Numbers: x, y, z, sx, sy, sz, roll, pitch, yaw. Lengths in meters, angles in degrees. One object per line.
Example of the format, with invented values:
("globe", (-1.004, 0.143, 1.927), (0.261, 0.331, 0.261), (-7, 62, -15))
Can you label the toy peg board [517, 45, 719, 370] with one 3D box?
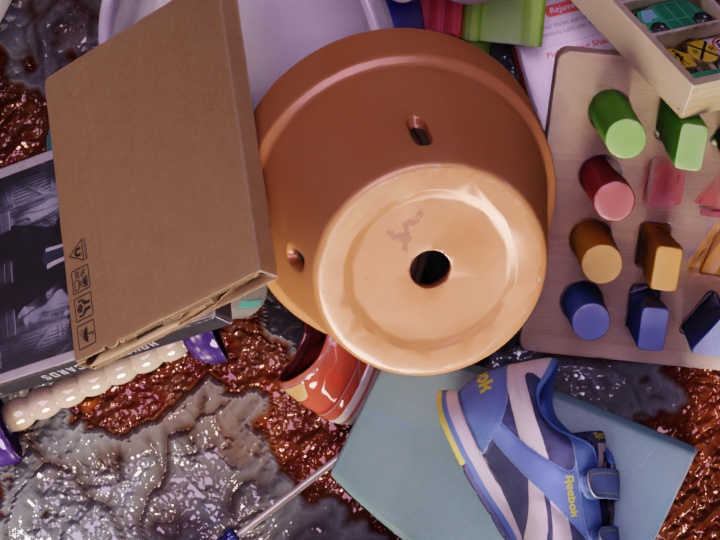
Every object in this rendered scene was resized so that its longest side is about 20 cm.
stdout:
("toy peg board", (0.213, -0.025, 1.458), (0.200, 0.098, 0.199), (6, 106, -3))

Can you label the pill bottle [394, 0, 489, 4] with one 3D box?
("pill bottle", (0.098, -0.232, 1.425), (0.200, 0.112, 0.113), (-25, 84, -23))

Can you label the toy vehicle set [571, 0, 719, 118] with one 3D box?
("toy vehicle set", (0.246, -0.161, 1.467), (0.200, 0.027, 0.124), (-15, 49, -30))

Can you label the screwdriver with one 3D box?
("screwdriver", (-0.070, 0.162, 1.536), (0.200, 0.028, 0.029), (-42, 113, 1))

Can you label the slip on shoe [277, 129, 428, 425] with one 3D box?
("slip on shoe", (0.000, 0.000, 1.520), (0.061, 0.074, 0.200), (19, 91, -19))

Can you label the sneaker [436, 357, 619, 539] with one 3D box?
("sneaker", (0.122, 0.141, 1.367), (0.082, 0.074, 0.200), (-30, 79, 3))

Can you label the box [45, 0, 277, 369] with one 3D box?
("box", (-0.125, -0.059, 1.426), (0.163, 0.021, 0.200), (-26, 62, 35))

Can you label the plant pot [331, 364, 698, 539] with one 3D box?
("plant pot", (0.093, 0.133, 1.477), (0.200, 0.141, 0.141), (27, 88, 9))

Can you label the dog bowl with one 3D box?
("dog bowl", (-0.063, -0.147, 1.492), (0.200, 0.079, 0.200), (8, 112, 20))

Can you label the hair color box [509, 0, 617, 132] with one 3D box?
("hair color box", (0.148, -0.157, 1.533), (0.101, 0.061, 0.200), (-14, 86, 3))

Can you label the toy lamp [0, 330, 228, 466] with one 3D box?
("toy lamp", (-0.187, 0.079, 1.536), (0.200, 0.058, 0.058), (-24, 85, 2))

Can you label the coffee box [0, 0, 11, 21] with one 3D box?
("coffee box", (-0.299, -0.296, 1.500), (0.198, 0.200, 0.200), (25, 88, 5))

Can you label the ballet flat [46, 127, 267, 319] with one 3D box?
("ballet flat", (-0.133, -0.034, 1.536), (0.200, 0.064, 0.067), (46, 117, 31))

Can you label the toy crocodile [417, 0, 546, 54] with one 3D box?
("toy crocodile", (0.031, -0.180, 1.517), (0.200, 0.062, 0.068), (19, 110, 29))

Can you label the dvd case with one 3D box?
("dvd case", (-0.174, -0.012, 1.486), (0.200, 0.025, 0.150), (-18, 66, 28))

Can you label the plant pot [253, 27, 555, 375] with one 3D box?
("plant pot", (0.029, -0.027, 1.392), (0.200, 0.140, 0.200), (-4, 116, -8))
